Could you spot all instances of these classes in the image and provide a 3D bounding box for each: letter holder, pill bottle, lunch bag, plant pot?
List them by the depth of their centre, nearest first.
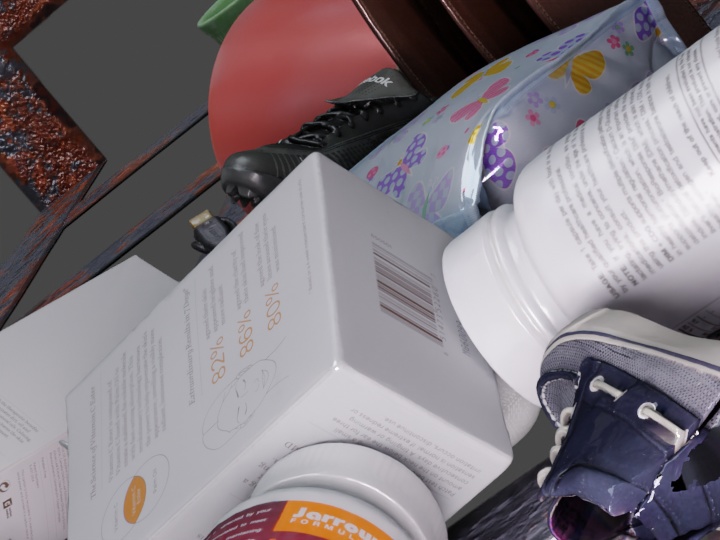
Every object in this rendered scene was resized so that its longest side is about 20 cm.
[{"bbox_3d":[-0.028,0.156,1.038,0.109,0.110,0.200,-34,13,27],"label":"pill bottle"},{"bbox_3d":[0.142,-0.027,1.173,0.200,0.113,0.113,-35,12,22],"label":"pill bottle"},{"bbox_3d":[0.080,-0.043,1.411,0.200,0.127,0.169,-35,6,-38],"label":"lunch bag"},{"bbox_3d":[0.100,-0.164,1.604,0.142,0.200,0.101,-45,13,-21],"label":"letter holder"},{"bbox_3d":[0.027,-0.113,1.728,0.177,0.201,0.200,-6,35,53],"label":"plant pot"}]

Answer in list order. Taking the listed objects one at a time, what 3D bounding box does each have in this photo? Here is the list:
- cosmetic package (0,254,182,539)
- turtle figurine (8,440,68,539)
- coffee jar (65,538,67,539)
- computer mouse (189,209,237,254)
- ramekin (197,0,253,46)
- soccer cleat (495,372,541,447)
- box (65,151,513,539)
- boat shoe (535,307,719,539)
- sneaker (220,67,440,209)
[{"bbox_3d":[-0.173,0.084,1.546,0.200,0.085,0.108,-29,45,-33],"label":"cosmetic package"},{"bbox_3d":[-0.133,0.172,1.344,0.150,0.101,0.200,-52,24,16],"label":"turtle figurine"},{"bbox_3d":[-0.223,0.178,1.639,0.200,0.085,0.104,-29,12,47],"label":"coffee jar"},{"bbox_3d":[0.000,0.000,1.501,0.110,0.200,0.044,31,115,58],"label":"computer mouse"},{"bbox_3d":[-0.086,-0.316,3.030,0.200,0.098,0.200,-38,11,9],"label":"ramekin"},{"bbox_3d":[0.016,0.075,1.300,0.086,0.070,0.200,-46,13,-24],"label":"soccer cleat"},{"bbox_3d":[-0.040,0.075,1.211,0.200,0.106,0.152,-43,32,28],"label":"box"},{"bbox_3d":[0.098,0.071,1.035,0.093,0.075,0.200,-36,10,-16],"label":"boat shoe"},{"bbox_3d":[-0.004,-0.074,1.501,0.066,0.091,0.200,9,6,44],"label":"sneaker"}]
